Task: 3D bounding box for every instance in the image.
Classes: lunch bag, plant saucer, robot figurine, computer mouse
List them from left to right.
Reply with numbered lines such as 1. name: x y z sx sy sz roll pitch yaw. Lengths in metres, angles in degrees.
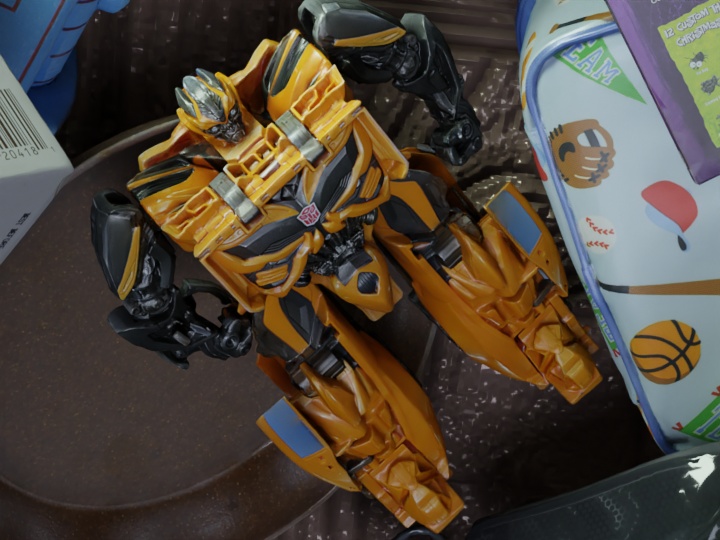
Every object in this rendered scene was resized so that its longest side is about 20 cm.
1. plant saucer: -0.065 0.023 0.901 0.199 0.035 0.201 -17 130 -21
2. robot figurine: 0.000 0.000 0.862 0.145 0.058 0.200 -44 135 -1
3. computer mouse: 0.096 0.116 0.933 0.199 0.053 0.138 -24 148 32
4. lunch bag: 0.149 -0.031 0.882 0.159 0.076 0.201 -19 119 10

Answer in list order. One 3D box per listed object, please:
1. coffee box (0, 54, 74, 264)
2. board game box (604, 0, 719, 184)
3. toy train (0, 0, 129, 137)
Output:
1. coffee box: -0.186 -0.069 0.749 0.114 0.079 0.201 -47 70 35
2. board game box: 0.165 -0.124 0.782 0.199 0.032 0.120 -27 113 6
3. toy train: -0.133 -0.099 0.835 0.114 0.087 0.200 23 123 -19
